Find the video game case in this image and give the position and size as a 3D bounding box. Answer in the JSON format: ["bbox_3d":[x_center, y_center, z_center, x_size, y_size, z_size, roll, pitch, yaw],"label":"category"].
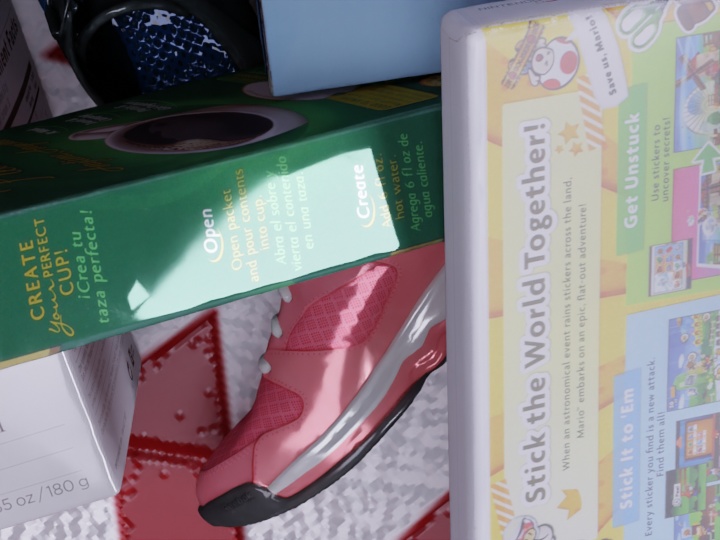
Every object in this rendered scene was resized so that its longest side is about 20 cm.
[{"bbox_3d":[0.111,0.006,0.827,0.181,0.023,0.201,-11,116,-19],"label":"video game case"}]

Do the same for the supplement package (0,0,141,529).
[{"bbox_3d":[-0.162,-0.020,0.915,0.121,0.120,0.201,-17,109,6],"label":"supplement package"}]

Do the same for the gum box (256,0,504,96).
[{"bbox_3d":[0.062,-0.146,0.795,0.199,0.045,0.171,-8,123,-2],"label":"gum box"}]

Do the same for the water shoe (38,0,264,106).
[{"bbox_3d":[-0.077,-0.108,0.905,0.071,0.079,0.200,-29,107,10],"label":"water shoe"}]

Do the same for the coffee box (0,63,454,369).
[{"bbox_3d":[-0.046,-0.024,0.821,0.199,0.123,0.044,-16,107,-30],"label":"coffee box"}]

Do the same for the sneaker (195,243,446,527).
[{"bbox_3d":[0.000,0.000,0.960,0.087,0.074,0.200,42,101,0],"label":"sneaker"}]
